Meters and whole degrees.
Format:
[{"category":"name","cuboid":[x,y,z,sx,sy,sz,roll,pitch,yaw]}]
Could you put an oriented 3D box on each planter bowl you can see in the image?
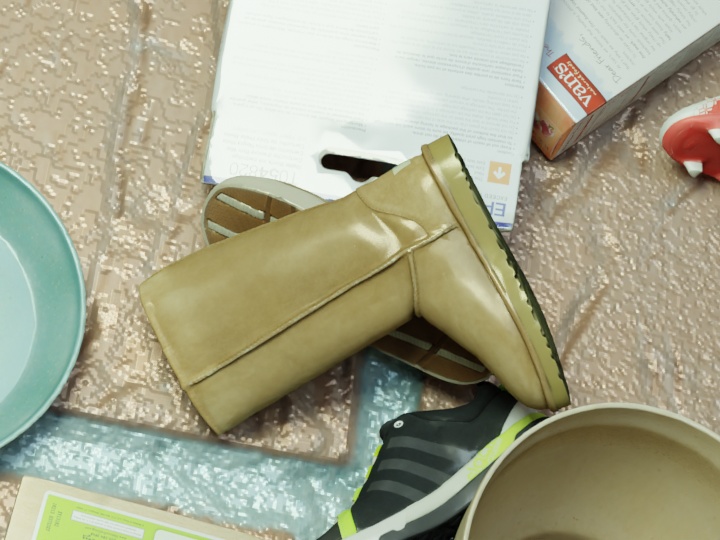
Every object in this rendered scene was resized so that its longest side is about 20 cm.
[{"category":"planter bowl","cuboid":[0.131,0.189,1.111,0.198,0.135,0.202,6,67,-13]}]

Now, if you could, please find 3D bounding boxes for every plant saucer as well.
[{"category":"plant saucer","cuboid":[-0.255,0.021,1.129,0.198,0.036,0.202,6,67,-13]}]

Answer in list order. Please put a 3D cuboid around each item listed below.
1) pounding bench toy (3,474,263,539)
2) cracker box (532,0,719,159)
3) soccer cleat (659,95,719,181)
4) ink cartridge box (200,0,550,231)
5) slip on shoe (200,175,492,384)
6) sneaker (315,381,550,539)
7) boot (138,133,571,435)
[{"category":"pounding bench toy","cuboid":[-0.101,0.210,1.024,0.198,0.156,0.125,16,63,-9]},{"category":"cracker box","cuboid":[0.158,-0.181,1.321,0.199,0.058,0.134,-34,79,-26]},{"category":"soccer cleat","cuboid":[0.277,-0.107,1.322,0.198,0.069,0.086,-5,60,-21]},{"category":"ink cartridge box","cuboid":[0.013,-0.130,1.235,0.198,0.041,0.202,10,79,3]},{"category":"slip on shoe","cuboid":[0.000,0.000,1.200,0.198,0.077,0.061,23,24,3]},{"category":"sneaker","cuboid":[0.028,0.129,1.159,0.199,0.072,0.083,-29,53,-25]},{"category":"boot","cuboid":[-0.001,0.039,1.141,0.199,0.066,0.176,-28,84,8]}]
